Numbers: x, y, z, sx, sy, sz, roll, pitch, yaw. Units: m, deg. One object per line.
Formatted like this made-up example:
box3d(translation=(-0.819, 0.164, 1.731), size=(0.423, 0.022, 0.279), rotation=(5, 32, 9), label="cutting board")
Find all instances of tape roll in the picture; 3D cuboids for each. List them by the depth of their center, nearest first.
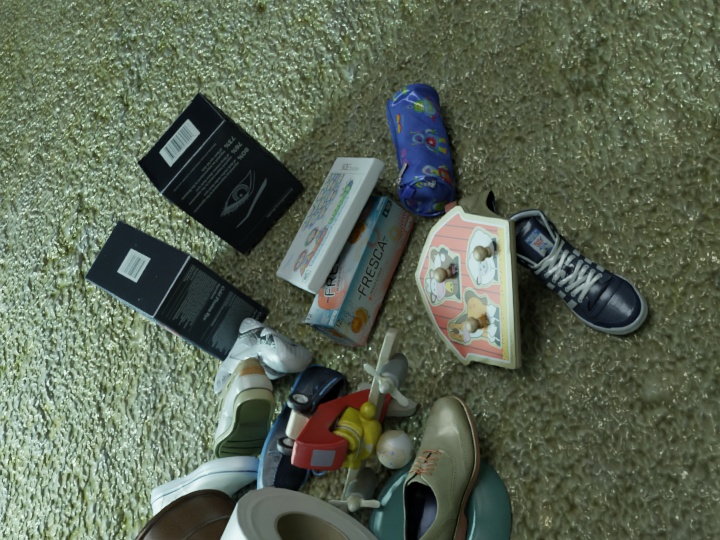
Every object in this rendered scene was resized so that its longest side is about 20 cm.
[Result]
box3d(translation=(-0.063, 0.331, 1.263), size=(0.202, 0.201, 0.071), rotation=(41, 111, 45), label="tape roll")

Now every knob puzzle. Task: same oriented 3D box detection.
box3d(translation=(0.121, 0.020, 1.385), size=(0.219, 0.030, 0.222), rotation=(23, 118, 55), label="knob puzzle")

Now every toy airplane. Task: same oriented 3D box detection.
box3d(translation=(0.012, 0.190, 1.351), size=(0.140, 0.201, 0.200), rotation=(28, 70, 31), label="toy airplane")

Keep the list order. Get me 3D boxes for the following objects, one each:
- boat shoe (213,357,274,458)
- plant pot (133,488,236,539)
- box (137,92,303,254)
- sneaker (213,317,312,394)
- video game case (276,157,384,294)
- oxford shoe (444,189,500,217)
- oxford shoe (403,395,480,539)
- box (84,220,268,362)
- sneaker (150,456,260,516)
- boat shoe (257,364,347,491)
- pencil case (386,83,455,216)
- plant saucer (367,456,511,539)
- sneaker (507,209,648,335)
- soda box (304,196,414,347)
box3d(translation=(-0.153, 0.188, 1.497), size=(0.201, 0.074, 0.069), rotation=(119, 148, -51), label="boat shoe")
box3d(translation=(-0.159, 0.401, 1.349), size=(0.197, 0.200, 0.201), rotation=(27, 82, 37), label="plant pot")
box3d(translation=(-0.210, -0.144, 1.705), size=(0.148, 0.200, 0.104), rotation=(-47, 45, 3), label="box")
box3d(translation=(-0.137, 0.139, 1.544), size=(0.116, 0.075, 0.200), rotation=(-62, 24, -4), label="sneaker")
box3d(translation=(-0.046, -0.068, 1.589), size=(0.202, 0.024, 0.182), rotation=(-63, 18, -3), label="video game case")
box3d(translation=(0.169, -0.029, 1.427), size=(0.074, 0.070, 0.201), rotation=(-30, 51, 12), label="oxford shoe")
box3d(translation=(0.089, 0.231, 1.276), size=(0.070, 0.074, 0.202), rotation=(-13, 56, 32), label="oxford shoe")
box3d(translation=(-0.272, 0.035, 1.658), size=(0.199, 0.182, 0.105), rotation=(23, 79, 45), label="box")
box3d(translation=(-0.206, 0.310, 1.526), size=(0.199, 0.073, 0.072), rotation=(-30, 57, 33), label="sneaker")
box3d(translation=(-0.076, 0.216, 1.463), size=(0.068, 0.084, 0.202), rotation=(4, 69, 36), label="boat shoe")
box3d(translation=(0.081, -0.171, 1.571), size=(0.078, 0.086, 0.202), rotation=(-50, 36, 44), label="pencil case")
box3d(translation=(0.081, 0.300, 1.318), size=(0.198, 0.036, 0.202), rotation=(-20, 54, 29), label="plant saucer")
box3d(translation=(0.244, -0.002, 1.319), size=(0.070, 0.108, 0.200), rotation=(-50, 45, 2), label="sneaker")
box3d(translation=(0.000, 0.000, 1.539), size=(0.063, 0.068, 0.202), rotation=(4, 66, 49), label="soda box")
